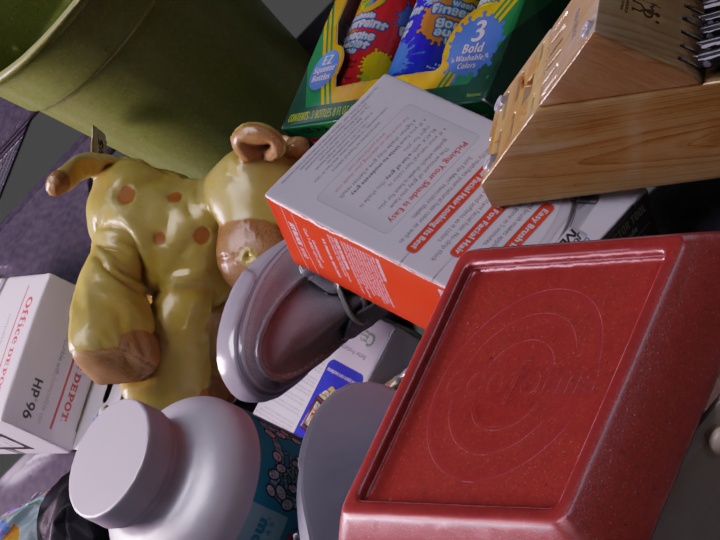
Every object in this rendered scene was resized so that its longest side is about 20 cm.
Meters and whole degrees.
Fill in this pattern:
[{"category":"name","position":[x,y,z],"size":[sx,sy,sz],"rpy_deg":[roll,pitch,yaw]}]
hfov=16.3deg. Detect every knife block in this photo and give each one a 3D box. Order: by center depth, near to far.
[{"category":"knife block","position":[0.179,-0.084,1.318],"size":[0.200,0.175,0.064],"rpy_deg":[-54,16,47]}]

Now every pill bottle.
[{"category":"pill bottle","position":[-0.063,0.140,1.405],"size":[0.111,0.200,0.111],"rpy_deg":[-31,45,37]}]

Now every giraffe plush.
[{"category":"giraffe plush","position":[-0.085,-0.017,1.587],"size":[0.162,0.172,0.201],"rpy_deg":[-16,84,24]}]

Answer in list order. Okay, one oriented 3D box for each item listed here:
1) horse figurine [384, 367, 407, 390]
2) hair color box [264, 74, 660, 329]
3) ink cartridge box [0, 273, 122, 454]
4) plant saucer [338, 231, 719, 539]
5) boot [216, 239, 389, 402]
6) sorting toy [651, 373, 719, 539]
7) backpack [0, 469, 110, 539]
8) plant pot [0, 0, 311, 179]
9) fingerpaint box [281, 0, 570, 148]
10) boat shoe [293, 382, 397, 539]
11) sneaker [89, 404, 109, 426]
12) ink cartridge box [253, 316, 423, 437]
[{"category":"horse figurine","position":[0.066,0.075,1.412],"size":[0.132,0.050,0.200],"rpy_deg":[-39,36,23]},{"category":"hair color box","position":[0.057,-0.024,1.403],"size":[0.200,0.064,0.111],"rpy_deg":[27,64,39]},{"category":"ink cartridge box","position":[-0.246,0.068,1.814],"size":[0.200,0.068,0.116],"rpy_deg":[-6,63,51]},{"category":"plant saucer","position":[0.081,0.060,1.211],"size":[0.199,0.037,0.200],"rpy_deg":[-4,52,50]},{"category":"boot","position":[0.000,0.000,1.484],"size":[0.095,0.074,0.200],"rpy_deg":[-9,34,43]},{"category":"sorting toy","position":[0.163,0.071,1.239],"size":[0.200,0.107,0.180],"rpy_deg":[-50,30,2]},{"category":"backpack","position":[-0.184,0.203,1.489],"size":[0.200,0.126,0.167],"rpy_deg":[-29,68,46]},{"category":"plant pot","position":[-0.136,-0.151,1.699],"size":[0.200,0.190,0.200],"rpy_deg":[-41,28,27]},{"category":"fingerpaint box","position":[0.061,-0.150,1.546],"size":[0.200,0.073,0.167],"rpy_deg":[-3,59,52]},{"category":"boat shoe","position":[-0.001,0.155,1.333],"size":[0.068,0.073,0.200],"rpy_deg":[105,165,-52]},{"category":"sneaker","position":[-0.160,0.175,1.618],"size":[0.089,0.078,0.200],"rpy_deg":[-36,42,29]},{"category":"ink cartridge box","position":[-0.038,0.113,1.538],"size":[0.095,0.037,0.200],"rpy_deg":[25,85,55]}]
